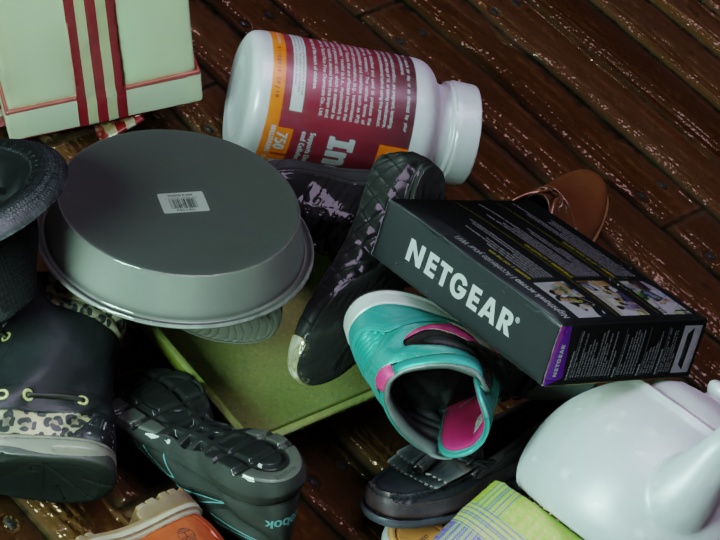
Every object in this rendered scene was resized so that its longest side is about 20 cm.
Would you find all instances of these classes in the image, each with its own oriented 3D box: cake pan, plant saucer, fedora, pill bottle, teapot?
[{"bbox_3d":[-0.128,-0.035,1.667,0.198,0.037,0.201,7,37,-5],"label":"cake pan"},{"bbox_3d":[-0.070,0.048,1.780,0.199,0.048,0.200,-20,55,-38],"label":"plant saucer"},{"bbox_3d":[-0.276,-0.014,1.605,0.199,0.092,0.201,-14,26,7],"label":"fedora"},{"bbox_3d":[-0.006,-0.127,1.947,0.198,0.113,0.114,8,42,-15],"label":"pill bottle"},{"bbox_3d":[0.217,0.141,1.682,0.200,0.147,0.197,35,-1,41],"label":"teapot"}]

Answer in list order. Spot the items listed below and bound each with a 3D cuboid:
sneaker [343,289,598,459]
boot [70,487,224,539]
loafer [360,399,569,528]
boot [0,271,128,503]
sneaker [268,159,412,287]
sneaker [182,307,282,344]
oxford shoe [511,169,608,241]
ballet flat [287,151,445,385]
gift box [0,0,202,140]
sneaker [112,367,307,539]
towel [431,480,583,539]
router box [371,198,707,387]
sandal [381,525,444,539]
[{"bbox_3d":[0.090,0.081,1.680,0.198,0.084,0.121,10,34,-16],"label":"sneaker"},{"bbox_3d":[-0.151,0.223,1.540,0.107,0.075,0.199,45,44,18],"label":"boot"},{"bbox_3d":[0.080,0.132,1.731,0.199,0.064,0.072,-14,31,-40],"label":"loafer"},{"bbox_3d":[-0.258,0.073,1.627,0.202,0.074,0.155,10,52,-6],"label":"boot"},{"bbox_3d":[-0.005,-0.029,1.810,0.198,0.060,0.105,0,42,-28],"label":"sneaker"},{"bbox_3d":[-0.132,-0.027,1.738,0.199,0.075,0.106,26,43,7],"label":"sneaker"},{"bbox_3d":[0.155,-0.042,1.962,0.071,0.072,0.200,34,40,16],"label":"oxford shoe"},{"bbox_3d":[0.000,0.000,1.748,0.057,0.067,0.201,10,61,42],"label":"ballet flat"},{"bbox_3d":[-0.240,-0.223,1.901,0.198,0.188,0.186,-10,49,-6],"label":"gift box"},{"bbox_3d":[-0.117,0.134,1.654,0.075,0.080,0.199,-24,38,-34],"label":"sneaker"},{"bbox_3d":[0.079,0.247,1.594,0.143,0.023,0.200,36,67,19],"label":"towel"},{"bbox_3d":[0.125,0.011,1.686,0.148,0.051,0.200,0,27,-40],"label":"router box"},{"bbox_3d":[0.098,0.230,1.648,0.206,0.059,0.079,39,44,19],"label":"sandal"}]
